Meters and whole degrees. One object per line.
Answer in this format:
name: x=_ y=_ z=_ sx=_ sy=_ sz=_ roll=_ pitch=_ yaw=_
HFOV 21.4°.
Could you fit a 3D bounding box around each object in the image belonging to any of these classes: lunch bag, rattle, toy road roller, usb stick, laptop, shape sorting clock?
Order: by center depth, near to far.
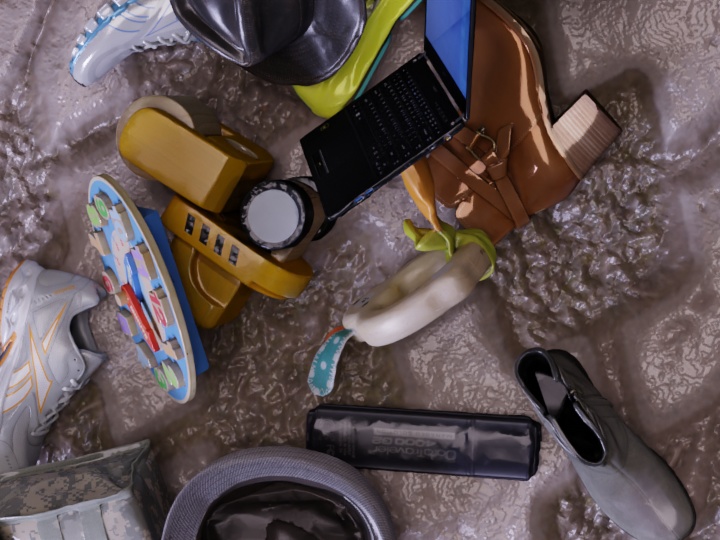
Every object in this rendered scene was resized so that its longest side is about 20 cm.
laptop: x=0.018 y=-0.161 z=1.481 sx=0.200 sy=0.177 sz=0.103 roll=-35 pitch=114 yaw=7
rattle: x=0.000 y=0.000 z=1.555 sx=0.200 sy=0.130 sz=0.143 roll=-26 pitch=122 yaw=36
shape sorting clock: x=-0.183 y=0.017 z=1.570 sx=0.039 sy=0.200 sz=0.201 roll=-23 pitch=86 yaw=-23
toy road roller: x=-0.127 y=-0.043 z=1.591 sx=0.200 sy=0.123 sz=0.146 roll=35 pitch=100 yaw=7
lunch bag: x=-0.252 y=0.251 z=1.598 sx=0.199 sy=0.118 sz=0.165 roll=-14 pitch=108 yaw=10
usb stick: x=0.053 y=0.144 z=1.605 sx=0.199 sy=0.033 sz=0.056 roll=3 pitch=98 yaw=10

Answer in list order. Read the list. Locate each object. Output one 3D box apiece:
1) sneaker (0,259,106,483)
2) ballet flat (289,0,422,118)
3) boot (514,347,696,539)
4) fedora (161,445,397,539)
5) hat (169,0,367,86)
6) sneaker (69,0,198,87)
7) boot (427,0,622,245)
sneaker: x=-0.269 y=0.096 z=1.644 sx=0.092 sy=0.076 sz=0.201 roll=9 pitch=93 yaw=6
ballet flat: x=0.010 y=-0.219 z=1.589 sx=0.067 sy=0.067 sz=0.200 roll=33 pitch=99 yaw=-13
boot: x=0.190 y=0.147 z=1.530 sx=0.068 sy=0.131 sz=0.200 roll=-40 pitch=84 yaw=8
fedora: x=-0.069 y=0.229 z=1.590 sx=0.199 sy=0.090 sz=0.178 roll=4 pitch=94 yaw=-8
hat: x=-0.096 y=-0.219 z=1.515 sx=0.200 sy=0.081 sz=0.201 roll=16 pitch=131 yaw=19
sneaker: x=-0.160 y=-0.216 z=1.623 sx=0.200 sy=0.075 sz=0.087 roll=-41 pitch=89 yaw=8
boot: x=0.098 y=-0.131 z=1.577 sx=0.155 sy=0.074 sz=0.200 roll=-42 pitch=81 yaw=12
